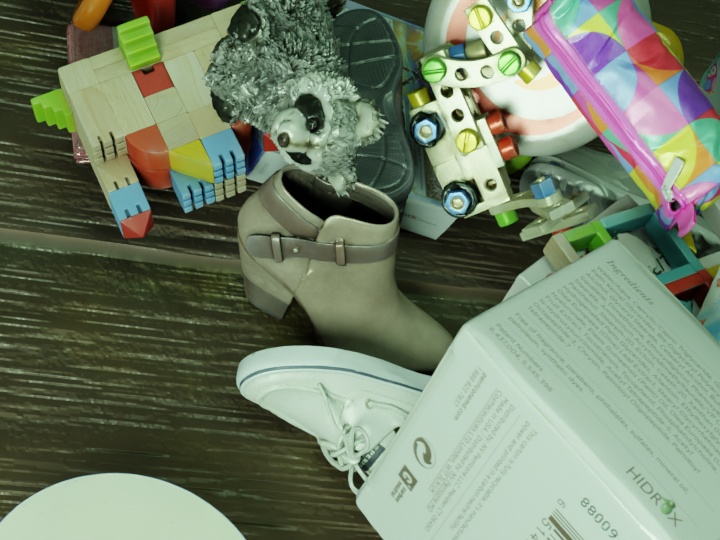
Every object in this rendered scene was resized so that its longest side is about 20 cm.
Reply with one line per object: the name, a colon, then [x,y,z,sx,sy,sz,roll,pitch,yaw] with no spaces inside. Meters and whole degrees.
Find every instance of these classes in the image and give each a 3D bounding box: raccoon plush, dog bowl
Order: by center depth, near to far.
dog bowl: [-0.154,0.231,0.935,0.197,0.079,0.202,11,53,-14]
raccoon plush: [-0.016,-0.149,1.071,0.133,0.097,0.200,33,57,9]

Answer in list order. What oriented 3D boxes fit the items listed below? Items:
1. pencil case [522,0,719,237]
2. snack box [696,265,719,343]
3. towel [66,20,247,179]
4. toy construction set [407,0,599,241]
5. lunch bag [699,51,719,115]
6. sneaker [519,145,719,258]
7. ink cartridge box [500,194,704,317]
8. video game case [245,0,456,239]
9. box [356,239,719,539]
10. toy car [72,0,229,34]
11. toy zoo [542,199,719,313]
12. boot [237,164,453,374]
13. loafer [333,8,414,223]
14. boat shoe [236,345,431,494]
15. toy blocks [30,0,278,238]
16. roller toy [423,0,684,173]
pencil case: [0.202,-0.125,1.095,0.088,0.088,0.201,-29,79,-35]
snack box: [0.315,0.077,1.062,0.200,0.037,0.117,45,57,-20]
towel: [-0.142,-0.139,1.242,0.197,0.023,0.146,5,53,-20]
toy construction set: [0.109,-0.110,1.174,0.202,0.130,0.092,69,18,2]
lunch bag: [0.372,-0.124,1.347,0.076,0.161,0.202,3,61,-13]
sneaker: [0.240,-0.061,1.299,0.198,0.075,0.082,29,52,1]
ink cartridge box: [0.201,0.081,1.137,0.200,0.147,0.146,46,52,14]
video game case: [-0.008,-0.139,1.260,0.179,0.045,0.202,16,51,-23]
box: [0.142,0.133,0.972,0.170,0.200,0.200,-24,64,-40]
toy car: [-0.167,-0.270,1.227,0.199,0.175,0.151,-37,99,-16]
toy zoo: [0.243,0.006,1.100,0.198,0.021,0.132,-17,63,-32]
boot: [0.000,0.000,1.116,0.197,0.147,0.071,18,51,-8]
loafer: [0.005,-0.118,1.192,0.071,0.063,0.202,-8,54,0]
boat shoe: [0.004,0.118,1.089,0.200,0.075,0.087,17,54,-22]
toy blocks: [-0.131,-0.110,1.127,0.198,0.100,0.138,-22,66,-14]
roller toy: [0.153,-0.197,1.256,0.184,0.198,0.140,64,19,-8]
